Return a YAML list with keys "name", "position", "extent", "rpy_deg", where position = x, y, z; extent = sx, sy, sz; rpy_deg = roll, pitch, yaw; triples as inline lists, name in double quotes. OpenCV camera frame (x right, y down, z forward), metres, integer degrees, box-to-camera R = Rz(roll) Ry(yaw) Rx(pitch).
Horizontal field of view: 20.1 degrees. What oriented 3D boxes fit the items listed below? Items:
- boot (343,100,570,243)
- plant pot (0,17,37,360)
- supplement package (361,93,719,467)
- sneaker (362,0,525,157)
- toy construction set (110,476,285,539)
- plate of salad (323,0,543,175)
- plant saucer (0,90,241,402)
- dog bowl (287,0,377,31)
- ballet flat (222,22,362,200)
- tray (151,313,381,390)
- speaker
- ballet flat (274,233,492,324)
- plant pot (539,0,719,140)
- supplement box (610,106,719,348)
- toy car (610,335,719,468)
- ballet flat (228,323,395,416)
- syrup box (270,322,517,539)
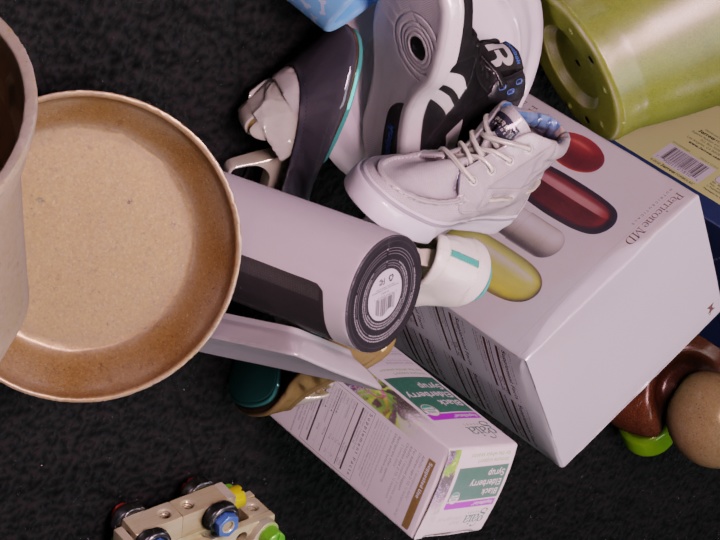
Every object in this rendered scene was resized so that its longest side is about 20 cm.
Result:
- name: "boot"
  position: [0.070, -0.076, 1.372]
  extent: [0.096, 0.074, 0.200]
  rpy_deg: [-50, 161, 22]
- name: "plant pot"
  position: [-0.264, -0.029, 1.137]
  extent: [0.200, 0.200, 0.184]
  rpy_deg: [-38, 151, -21]
- name: "supplement package"
  position: [0.135, 0.001, 1.565]
  extent: [0.191, 0.200, 0.147]
  rpy_deg: [-43, 142, -16]
- name: "sneaker"
  position: [0.067, -0.151, 1.392]
  extent: [0.112, 0.073, 0.200]
  rpy_deg: [-25, 154, -25]
- name: "toy construction set"
  position: [-0.135, 0.231, 1.548]
  extent: [0.200, 0.092, 0.132]
  rpy_deg: [-31, 139, -44]
- name: "plate of salad"
  position: [0.046, -0.153, 1.476]
  extent: [0.199, 0.048, 0.201]
  rpy_deg: [-17, 124, -26]
- name: "plant saucer"
  position: [-0.176, -0.017, 1.286]
  extent: [0.199, 0.035, 0.201]
  rpy_deg: [-3, 105, -11]
- name: "dog bowl"
  position: [0.030, -0.229, 1.350]
  extent: [0.200, 0.050, 0.111]
  rpy_deg: [-38, 179, -21]
- name: "ballet flat"
  position: [-0.057, -0.081, 1.404]
  extent: [0.073, 0.073, 0.201]
  rpy_deg: [-11, 132, -43]
- name: "tray"
  position: [-0.089, 0.043, 1.366]
  extent: [0.107, 0.199, 0.022]
  rpy_deg: [24, 79, -54]
- name: "speaker"
  position: [-0.061, -0.014, 1.335]
  extent: [0.081, 0.199, 0.082]
  rpy_deg: [-31, 131, -43]
- name: "ballet flat"
  position: [0.000, 0.000, 1.448]
  extent: [0.069, 0.199, 0.070]
  rpy_deg: [11, 75, -50]
- name: "plant pot"
  position: [0.237, -0.200, 1.551]
  extent: [0.192, 0.200, 0.201]
  rpy_deg: [-30, 138, -10]
- name: "supplement box"
  position: [0.321, -0.064, 1.718]
  extent: [0.199, 0.200, 0.135]
  rpy_deg: [-32, 138, -26]
- name: "toy car"
  position: [0.332, 0.118, 1.870]
  extent: [0.158, 0.200, 0.165]
  rpy_deg: [-43, 142, -14]
- name: "ballet flat"
  position: [-0.035, 0.069, 1.457]
  extent: [0.063, 0.200, 0.069]
  rpy_deg: [16, 70, -20]
- name: "syrup box"
  position: [0.015, 0.112, 1.519]
  extent: [0.079, 0.200, 0.082]
  rpy_deg: [0, 118, -46]
